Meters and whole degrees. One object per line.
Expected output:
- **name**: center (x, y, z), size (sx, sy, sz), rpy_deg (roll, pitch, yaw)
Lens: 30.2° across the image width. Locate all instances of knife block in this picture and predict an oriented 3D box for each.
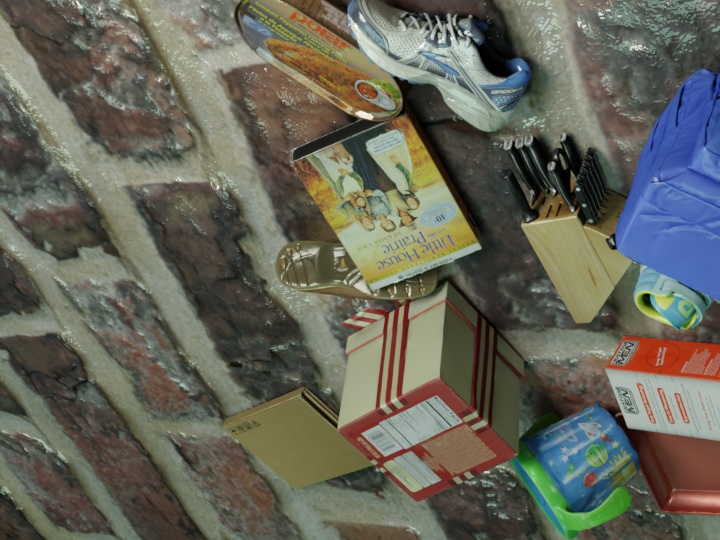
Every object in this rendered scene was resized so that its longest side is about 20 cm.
- **knife block**: center (0.210, -0.051, 1.426), size (0.174, 0.064, 0.201), rpy_deg (25, 142, 3)

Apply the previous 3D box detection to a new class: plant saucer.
- **plant saucer**: center (0.436, 0.227, 1.634), size (0.198, 0.037, 0.201), rpy_deg (-4, 133, 33)

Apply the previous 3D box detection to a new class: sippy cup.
- **sippy cup**: center (0.268, 0.238, 1.640), size (0.178, 0.130, 0.140), rpy_deg (55, 177, 26)

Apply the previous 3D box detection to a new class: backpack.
- **backpack**: center (0.340, -0.091, 1.199), size (0.162, 0.201, 0.168), rpy_deg (29, 132, 0)

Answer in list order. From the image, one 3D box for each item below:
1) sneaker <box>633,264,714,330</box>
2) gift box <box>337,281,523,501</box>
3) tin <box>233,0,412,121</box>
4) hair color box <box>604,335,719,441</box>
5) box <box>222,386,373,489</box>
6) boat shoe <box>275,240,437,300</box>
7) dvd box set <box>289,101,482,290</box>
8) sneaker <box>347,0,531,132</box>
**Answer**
- **sneaker**: center (0.358, -0.005, 1.338), size (0.079, 0.131, 0.199), rpy_deg (41, 139, -17)
- **gift box**: center (0.072, 0.141, 1.619), size (0.199, 0.188, 0.185), rpy_deg (-24, 123, 27)
- **tin**: center (-0.036, -0.228, 1.371), size (0.199, 0.042, 0.112), rpy_deg (33, 158, -6)
- **hair color box**: center (0.387, 0.136, 1.508), size (0.199, 0.061, 0.102), rpy_deg (4, 132, 40)
- **box**: center (-0.089, 0.253, 1.976), size (0.163, 0.021, 0.199), rpy_deg (43, 139, -20)
- **boat shoe**: center (0.000, 0.000, 1.612), size (0.198, 0.073, 0.068), rpy_deg (4, 171, 15)
- **dvd box set**: center (0.031, -0.078, 1.486), size (0.145, 0.030, 0.201), rpy_deg (-20, 125, 18)
- **sneaker**: center (0.082, -0.224, 1.308), size (0.199, 0.077, 0.085), rpy_deg (28, 133, -14)
